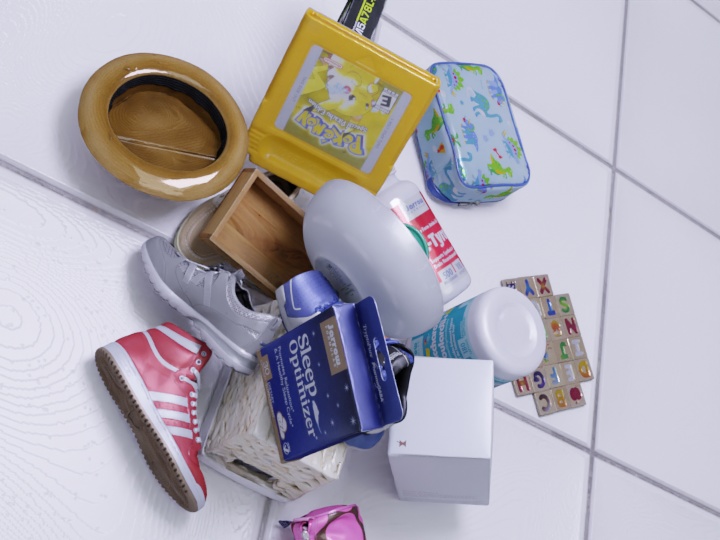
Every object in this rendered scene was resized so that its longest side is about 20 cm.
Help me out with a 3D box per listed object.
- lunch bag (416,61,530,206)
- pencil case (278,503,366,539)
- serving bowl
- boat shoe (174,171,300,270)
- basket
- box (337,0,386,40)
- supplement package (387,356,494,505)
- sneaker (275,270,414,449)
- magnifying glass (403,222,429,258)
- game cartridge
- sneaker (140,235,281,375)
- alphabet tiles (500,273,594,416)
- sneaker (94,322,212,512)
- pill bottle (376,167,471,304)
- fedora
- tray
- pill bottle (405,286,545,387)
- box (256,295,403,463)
[{"bbox_3d":[0.158,-0.197,1.560,0.159,0.082,0.203,-7,76,-37],"label":"lunch bag"},{"bbox_3d":[-0.027,0.365,1.191,0.094,0.090,0.203,27,47,-68],"label":"pencil case"},{"bbox_3d":[0.000,0.000,1.194,0.066,0.200,0.201,-38,96,-22],"label":"serving bowl"},{"bbox_3d":[-0.142,-0.070,1.295,0.200,0.065,0.073,-39,96,-40],"label":"boat shoe"},{"bbox_3d":[-0.079,0.139,1.219,0.135,0.123,0.202,31,56,-22],"label":"basket"},{"bbox_3d":[-0.026,-0.271,1.376,0.047,0.200,0.195,26,58,-8],"label":"box"},{"bbox_3d":[0.097,0.192,1.264,0.116,0.201,0.118,2,65,8],"label":"supplement package"},{"bbox_3d":[0.000,0.084,1.144,0.080,0.115,0.201,-24,86,-40],"label":"sneaker"},{"bbox_3d":[0.033,0.040,1.337,0.079,0.022,0.203,14,96,4],"label":"magnifying glass"},{"bbox_3d":[-0.028,-0.178,1.263,0.175,0.201,0.033,26,29,-9],"label":"game cartridge"},{"bbox_3d":[-0.163,0.024,1.194,0.200,0.075,0.082,43,92,20],"label":"sneaker"},{"bbox_3d":[0.266,0.105,1.567,0.165,0.006,0.203,-5,75,-38],"label":"alphabet tiles"},{"bbox_3d":[-0.192,0.150,1.165,0.112,0.071,0.202,-27,87,-37],"label":"sneaker"},{"bbox_3d":[0.050,-0.042,1.396,0.112,0.112,0.201,-33,92,-40],"label":"pill bottle"},{"bbox_3d":[-0.231,-0.154,1.250,0.198,0.082,0.203,10,64,-21],"label":"fedora"},{"bbox_3d":[-0.088,-0.019,1.272,0.200,0.037,0.099,42,71,-31],"label":"tray"},{"bbox_3d":[0.127,0.101,1.339,0.110,0.199,0.112,15,62,-31],"label":"pill bottle"},{"bbox_3d":[-0.036,0.109,1.054,0.032,0.199,0.123,-5,74,-35],"label":"box"}]
